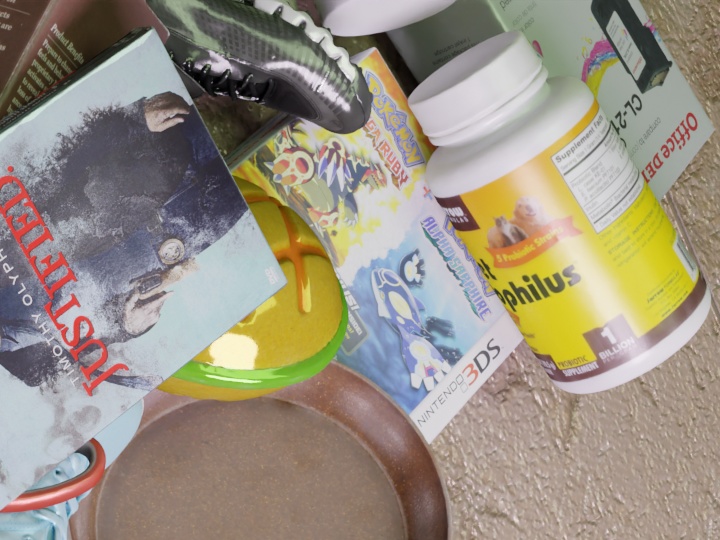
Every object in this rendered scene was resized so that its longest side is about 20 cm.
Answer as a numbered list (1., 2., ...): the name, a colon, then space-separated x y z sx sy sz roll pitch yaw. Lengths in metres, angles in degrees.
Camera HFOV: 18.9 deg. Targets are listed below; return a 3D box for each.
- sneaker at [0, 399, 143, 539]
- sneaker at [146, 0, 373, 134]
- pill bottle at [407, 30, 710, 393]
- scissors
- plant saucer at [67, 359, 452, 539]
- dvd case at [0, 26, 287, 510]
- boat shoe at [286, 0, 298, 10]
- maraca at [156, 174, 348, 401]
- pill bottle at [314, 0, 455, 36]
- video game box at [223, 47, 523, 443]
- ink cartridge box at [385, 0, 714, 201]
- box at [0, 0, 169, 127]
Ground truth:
1. sneaker: -0.162 0.124 1.019 0.082 0.074 0.200 35 54 23
2. sneaker: -0.089 -0.121 1.177 0.200 0.066 0.091 35 64 -10
3. pill bottle: 0.111 -0.035 1.256 0.200 0.109 0.109 57 48 -13
4. scissors: -0.215 0.092 0.976 0.200 0.014 0.073 -12 54 -25
5. plant saucer: -0.053 0.129 1.109 0.200 0.035 0.201 6 57 -9
6. dvd case: -0.138 0.003 0.973 0.200 0.022 0.146 -37 114 -26
7. boat shoe: -0.101 -0.219 1.222 0.200 0.057 0.067 61 11 -15
8. maraca: -0.102 -0.001 1.097 0.200 0.107 0.137 21 36 -1
9. pill bottle: -0.006 -0.244 1.258 0.112 0.112 0.200 -4 74 -43
10. video game box: 0.000 0.000 1.246 0.200 0.047 0.182 57 45 -13
11. ink cartridge box: 0.121 -0.124 1.364 0.200 0.083 0.146 56 43 -14
12. box: -0.178 -0.061 1.018 0.200 0.075 0.100 -62 154 -14
